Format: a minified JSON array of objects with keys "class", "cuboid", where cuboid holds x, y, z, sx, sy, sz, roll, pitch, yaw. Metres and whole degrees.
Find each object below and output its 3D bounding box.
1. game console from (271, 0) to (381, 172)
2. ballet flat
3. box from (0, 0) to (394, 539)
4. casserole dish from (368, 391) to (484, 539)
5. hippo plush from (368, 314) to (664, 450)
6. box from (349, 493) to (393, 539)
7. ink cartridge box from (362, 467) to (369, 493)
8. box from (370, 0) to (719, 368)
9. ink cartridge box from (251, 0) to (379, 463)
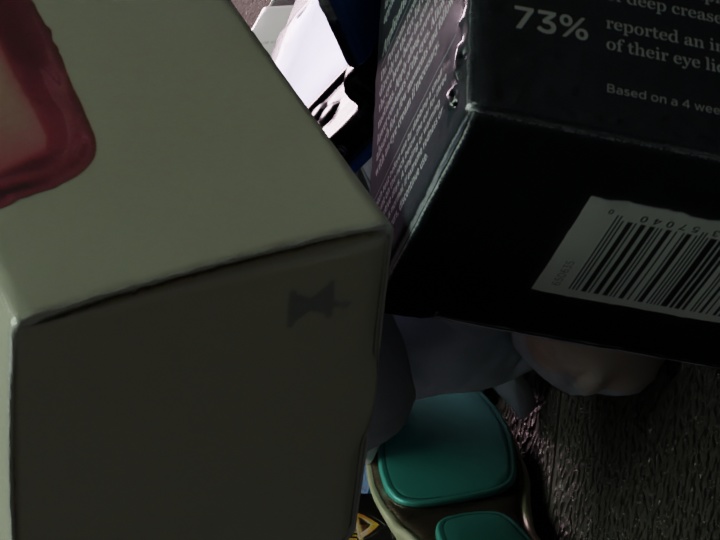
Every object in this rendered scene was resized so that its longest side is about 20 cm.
[{"class":"game console","cuboid":[-0.025,-0.123,0.773,0.171,0.118,0.200,-43,18,36]},{"class":"ballet flat","cuboid":[0.041,0.115,0.911,0.200,0.069,0.070,-105,28,-64]},{"class":"box","cuboid":[-0.085,-0.015,0.673,0.200,0.109,0.128,-124,29,-41]},{"class":"casserole dish","cuboid":[0.019,0.112,1.072,0.121,0.039,0.200,-129,50,-75]},{"class":"hippo plush","cuboid":[0.000,0.000,0.838,0.159,0.161,0.200,69,163,2]},{"class":"box","cuboid":[-0.003,0.217,0.949,0.160,0.049,0.200,-102,11,-67]},{"class":"ink cartridge box","cuboid":[-0.061,0.104,1.059,0.117,0.067,0.200,10,87,38]},{"class":"box","cuboid":[0.087,-0.084,0.649,0.104,0.148,0.200,117,161,-56]},{"class":"ink cartridge box","cuboid":[-0.010,-0.034,0.956,0.067,0.116,0.200,2,58,44]}]
